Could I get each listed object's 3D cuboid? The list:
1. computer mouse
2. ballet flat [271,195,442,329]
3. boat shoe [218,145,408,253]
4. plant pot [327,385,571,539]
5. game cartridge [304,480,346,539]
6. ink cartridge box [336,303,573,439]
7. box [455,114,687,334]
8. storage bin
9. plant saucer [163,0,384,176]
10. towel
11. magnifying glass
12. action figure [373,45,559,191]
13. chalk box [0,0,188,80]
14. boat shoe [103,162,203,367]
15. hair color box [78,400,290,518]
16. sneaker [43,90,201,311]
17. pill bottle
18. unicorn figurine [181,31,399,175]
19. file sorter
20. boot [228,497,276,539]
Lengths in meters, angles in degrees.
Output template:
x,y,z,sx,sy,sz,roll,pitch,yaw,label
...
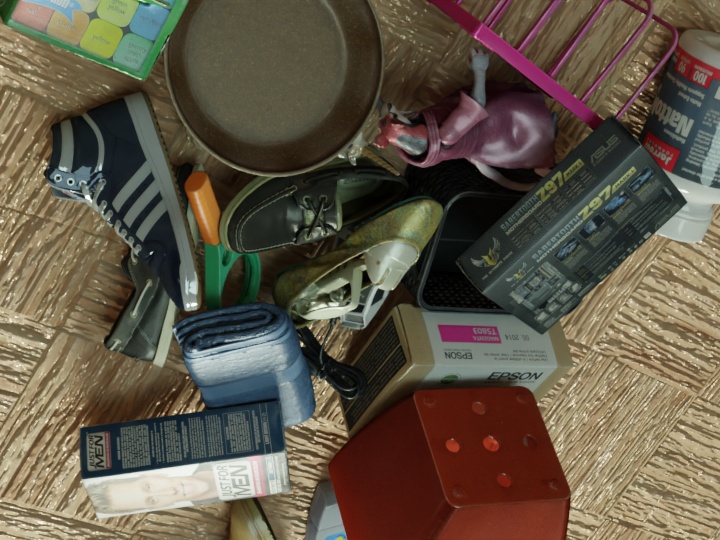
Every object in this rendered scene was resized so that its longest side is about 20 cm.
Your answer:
x,y,z,sx,sy,sz,roll,pitch,yaw,label
-0.005,0.020,1.370,0.200,0.109,0.044,-64,160,12,computer mouse
0.000,0.000,1.304,0.200,0.071,0.071,-28,132,25,ballet flat
-0.039,-0.063,1.274,0.201,0.066,0.072,-25,128,-35,boat shoe
0.104,0.223,1.373,0.199,0.200,0.176,1,139,-22,plant pot
0.001,0.322,1.586,0.133,0.040,0.201,-11,123,-15,game cartridge
0.098,0.112,1.439,0.199,0.075,0.165,3,145,-26,ink cartridge box
0.204,-0.038,1.294,0.200,0.051,0.158,-44,149,10,box
0.139,-0.035,1.393,0.199,0.094,0.136,2,118,-27,storage bin
-0.077,-0.182,1.170,0.200,0.037,0.201,-4,100,-24,plant saucer
-0.108,0.096,1.333,0.111,0.049,0.200,-12,146,0,towel
-0.130,-0.019,1.271,0.080,0.022,0.200,-62,155,-30,magnifying glass
0.082,-0.125,1.261,0.200,0.134,0.149,-18,97,-43,action figure
-0.203,-0.234,1.038,0.124,0.200,0.124,21,109,-33,chalk box
-0.190,-0.008,1.271,0.067,0.072,0.201,17,107,-2,boat shoe
-0.173,0.190,1.356,0.199,0.061,0.100,-7,147,-4,hair color box
-0.210,-0.050,1.186,0.108,0.070,0.201,-16,82,-12,sneaker
0.353,-0.137,1.414,0.119,0.120,0.200,5,116,-28,pill bottle
-0.071,-0.154,1.242,0.199,0.074,0.138,-6,124,-3,unicorn figurine
0.175,-0.240,1.254,0.200,0.139,0.126,30,102,-36,file sorter
-0.182,0.344,1.494,0.200,0.066,0.176,-23,126,-10,boot
